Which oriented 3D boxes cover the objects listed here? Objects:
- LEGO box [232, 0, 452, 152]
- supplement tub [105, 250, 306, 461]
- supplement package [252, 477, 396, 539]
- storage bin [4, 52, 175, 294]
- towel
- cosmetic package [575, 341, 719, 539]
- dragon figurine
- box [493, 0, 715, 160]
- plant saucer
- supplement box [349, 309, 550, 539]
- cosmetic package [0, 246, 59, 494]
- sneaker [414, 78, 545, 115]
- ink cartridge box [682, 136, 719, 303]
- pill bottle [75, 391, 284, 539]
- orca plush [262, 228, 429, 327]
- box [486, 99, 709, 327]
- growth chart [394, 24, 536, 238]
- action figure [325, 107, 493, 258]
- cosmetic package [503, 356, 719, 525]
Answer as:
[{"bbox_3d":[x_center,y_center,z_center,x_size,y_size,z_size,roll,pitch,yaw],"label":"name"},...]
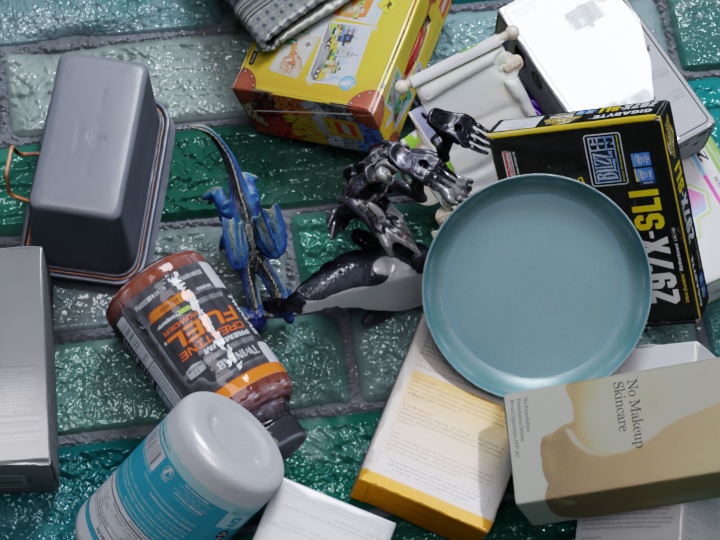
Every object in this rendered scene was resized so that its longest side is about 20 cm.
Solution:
[{"bbox_3d":[-0.012,-0.223,1.728,0.149,0.077,0.200,13,67,22],"label":"LEGO box"},{"bbox_3d":[-0.131,0.087,1.607,0.107,0.107,0.200,-33,75,-16],"label":"supplement tub"},{"bbox_3d":[-0.060,0.295,1.528,0.109,0.114,0.200,22,68,3],"label":"supplement package"},{"bbox_3d":[-0.253,-0.100,1.656,0.145,0.134,0.200,9,68,-1],"label":"storage bin"},{"bbox_3d":[-0.055,-0.320,1.736,0.200,0.035,0.193,-36,55,-2],"label":"towel"},{"bbox_3d":[0.260,0.171,1.594,0.108,0.085,0.200,-6,63,37],"label":"cosmetic package"},{"bbox_3d":[-0.102,-0.038,1.641,0.059,0.200,0.099,-17,33,-13],"label":"dragon figurine"},{"bbox_3d":[0.223,-0.177,1.682,0.117,0.060,0.200,-30,72,-12],"label":"box"},{"bbox_3d":[0.153,0.014,1.582,0.200,0.027,0.200,0,98,0],"label":"plant saucer"},{"bbox_3d":[0.085,0.130,1.623,0.126,0.074,0.200,23,69,2],"label":"supplement box"},{"bbox_3d":[-0.311,0.089,1.594,0.090,0.107,0.200,-1,71,-4],"label":"cosmetic package"},{"bbox_3d":[0.153,-0.134,1.740,0.200,0.070,0.100,-3,73,1],"label":"sneaker"},{"bbox_3d":[0.263,-0.026,1.697,0.200,0.076,0.148,-23,72,-14],"label":"ink cartridge box"},{"bbox_3d":[-0.164,0.203,1.521,0.200,0.111,0.111,-46,75,22],"label":"pill bottle"},{"bbox_3d":[0.000,0.000,1.653,0.200,0.105,0.071,-16,61,-22],"label":"orca plush"},{"bbox_3d":[0.213,-0.045,1.613,0.160,0.200,0.049,-5,23,23],"label":"box"},{"bbox_3d":[0.111,-0.110,1.676,0.145,0.018,0.200,-20,107,7],"label":"growth chart"},{"bbox_3d":[0.039,-0.070,1.606,0.102,0.200,0.119,42,65,-7],"label":"action figure"},{"bbox_3d":[0.228,0.143,1.517,0.200,0.071,0.105,-13,64,14],"label":"cosmetic package"}]
